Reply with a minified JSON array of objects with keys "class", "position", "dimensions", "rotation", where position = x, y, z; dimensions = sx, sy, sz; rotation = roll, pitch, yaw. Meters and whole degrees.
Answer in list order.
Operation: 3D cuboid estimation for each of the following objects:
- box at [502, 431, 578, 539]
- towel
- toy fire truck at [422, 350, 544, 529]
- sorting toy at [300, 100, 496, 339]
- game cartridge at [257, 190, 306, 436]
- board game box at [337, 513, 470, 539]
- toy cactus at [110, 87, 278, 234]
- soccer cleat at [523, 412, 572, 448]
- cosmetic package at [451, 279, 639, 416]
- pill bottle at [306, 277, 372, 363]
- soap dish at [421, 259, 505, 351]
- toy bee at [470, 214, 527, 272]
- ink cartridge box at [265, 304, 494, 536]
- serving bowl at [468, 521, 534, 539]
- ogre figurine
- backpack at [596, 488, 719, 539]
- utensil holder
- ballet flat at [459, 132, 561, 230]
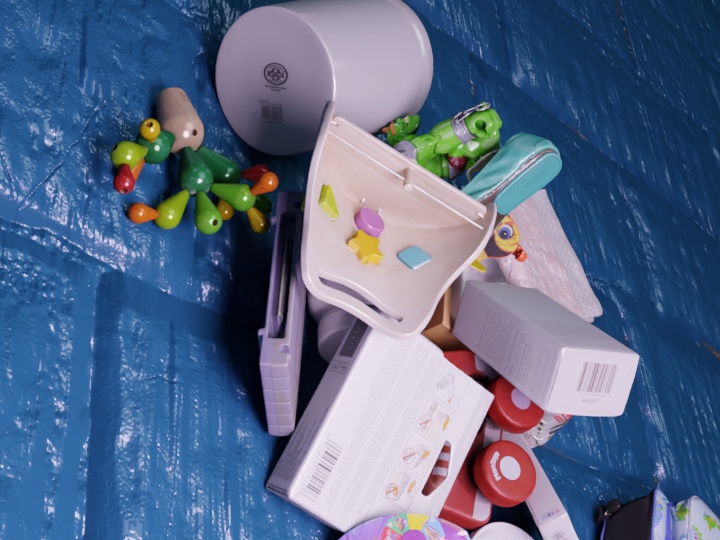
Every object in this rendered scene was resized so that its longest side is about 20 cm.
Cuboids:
[{"class":"box","position":[0.207,0.273,1.217],"dimensions":[0.200,0.036,0.145],"rotation":[-108,173,-69]},{"class":"towel","position":[0.226,-0.018,1.413],"dimensions":[0.191,0.032,0.200],"rotation":[-5,69,-55]},{"class":"toy fire truck","position":[0.093,0.170,1.180],"dimensions":[0.168,0.112,0.200],"rotation":[24,56,-17]},{"class":"sorting toy","position":[0.012,-0.027,1.041],"dimensions":[0.200,0.107,0.180],"rotation":[30,45,-16]},{"class":"game cartridge","position":[-0.073,0.041,1.053],"dimensions":[0.038,0.130,0.200],"rotation":[4,52,-2]},{"class":"board game box","position":[0.048,0.315,0.981],"dimensions":[0.039,0.158,0.201],"rotation":[103,-33,-74]},{"class":"toy cactus","position":[-0.163,-0.112,1.069],"dimensions":[0.200,0.102,0.165],"rotation":[8,51,-41]},{"class":"soccer cleat","position":[0.210,0.171,1.309],"dimensions":[0.069,0.085,0.200],"rotation":[38,2,18]},{"class":"cosmetic package","position":[0.190,0.079,1.177],"dimensions":[0.101,0.074,0.200],"rotation":[8,14,-26]},{"class":"pill bottle","position":[0.000,0.000,1.173],"dimensions":[0.112,0.112,0.200],"rotation":[33,42,-36]},{"class":"soap dish","position":[0.142,0.036,1.363],"dimensions":[0.157,0.081,0.200],"rotation":[39,39,-30]},{"class":"toy bee","position":[0.136,-0.036,1.261],"dimensions":[0.109,0.200,0.131],"rotation":[50,30,-21]},{"class":"ink cartridge box","position":[0.025,0.161,1.071],"dimensions":[0.173,0.043,0.200],"rotation":[39,70,-33]},{"class":"serving bowl","position":[0.143,0.366,1.143],"dimensions":[0.200,0.066,0.201],"rotation":[32,44,-37]},{"class":"ogre figurine","position":[0.091,-0.133,1.248],"dimensions":[0.200,0.120,0.098],"rotation":[-120,-168,-76]},{"class":"backpack","position":[0.401,0.395,1.393],"dimensions":[0.200,0.147,0.183],"rotation":[48,38,-24]},{"class":"utensil holder","position":[-0.039,-0.222,1.231],"dimensions":[0.200,0.170,0.170],"rotation":[-25,87,-55]},{"class":"ballet flat","position":[0.126,-0.073,1.193],"dimensions":[0.067,0.200,0.070],"rotation":[48,1,-45]}]
